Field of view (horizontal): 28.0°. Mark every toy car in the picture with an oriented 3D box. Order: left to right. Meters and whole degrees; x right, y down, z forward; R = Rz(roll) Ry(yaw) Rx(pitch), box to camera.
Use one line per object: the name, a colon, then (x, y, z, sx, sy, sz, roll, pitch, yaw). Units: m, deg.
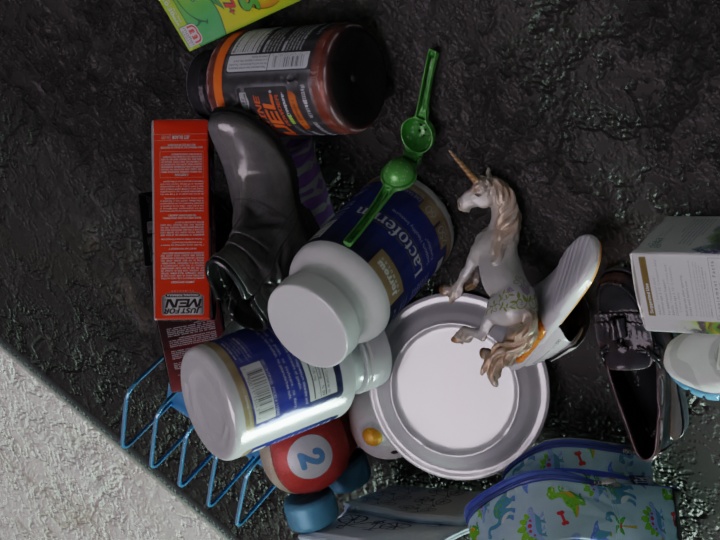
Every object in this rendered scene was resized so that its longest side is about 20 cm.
toy car: (0.003, 0.173, 1.616, 0.198, 0.177, 0.186, -8, 107, 29)

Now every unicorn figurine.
unicorn figurine: (0.127, -0.001, 1.414, 0.201, 0.073, 0.138, 61, 138, 22)

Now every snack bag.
snack bag: (0.050, 0.280, 1.636, 0.187, 0.199, 0.022, -1, 98, 41)

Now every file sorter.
file sorter: (-0.190, 0.205, 1.821, 0.199, 0.123, 0.140, 31, 138, 15)

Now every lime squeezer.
lime squeezer: (0.043, -0.110, 1.391, 0.037, 0.071, 0.202, 25, 95, 5)

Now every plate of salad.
plate of salad: (0.105, 0.121, 1.533, 0.198, 0.048, 0.203, 3, 100, 18)

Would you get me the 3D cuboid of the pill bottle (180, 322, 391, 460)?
pill bottle: (-0.073, 0.106, 1.482, 0.119, 0.198, 0.121, 35, 134, 46)

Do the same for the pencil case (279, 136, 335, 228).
pencil case: (-0.069, -0.052, 1.538, 0.084, 0.085, 0.202, 40, 149, 58)

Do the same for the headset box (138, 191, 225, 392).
headset box: (-0.200, 0.028, 1.658, 0.076, 0.149, 0.202, -10, 126, -4)

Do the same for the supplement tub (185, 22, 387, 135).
supplement tub: (-0.078, -0.185, 1.421, 0.198, 0.107, 0.108, 3, 125, 38)

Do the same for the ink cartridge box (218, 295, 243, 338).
ink cartridge box: (-0.134, 0.080, 1.612, 0.057, 0.200, 0.164, 19, 133, 22)

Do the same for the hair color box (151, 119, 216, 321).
hair color box: (-0.181, -0.049, 1.493, 0.060, 0.102, 0.203, 0, 88, -2)

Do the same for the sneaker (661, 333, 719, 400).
sneaker: (0.358, 0.071, 1.277, 0.198, 0.076, 0.087, -1, 158, 32)

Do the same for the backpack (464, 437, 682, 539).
backpack: (0.210, 0.260, 1.478, 0.198, 0.148, 0.183, 10, 146, -26)

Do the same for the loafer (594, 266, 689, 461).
loafer: (0.269, 0.094, 1.396, 0.071, 0.063, 0.202, 0, 122, 39)

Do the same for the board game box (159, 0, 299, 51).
board game box: (-0.120, -0.295, 1.410, 0.199, 0.048, 0.102, -14, 113, 45)

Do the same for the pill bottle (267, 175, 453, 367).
pill bottle: (0.000, 0.000, 1.436, 0.115, 0.200, 0.117, 21, 135, 23)

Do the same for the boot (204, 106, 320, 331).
boot: (-0.111, -0.048, 1.407, 0.069, 0.132, 0.201, -3, 129, 40)

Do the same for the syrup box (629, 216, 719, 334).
syrup box: (0.341, 0.005, 1.245, 0.198, 0.079, 0.082, 1, 116, 39)

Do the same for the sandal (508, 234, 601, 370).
sandal: (0.200, 0.042, 1.397, 0.059, 0.080, 0.207, 18, 147, -10)
